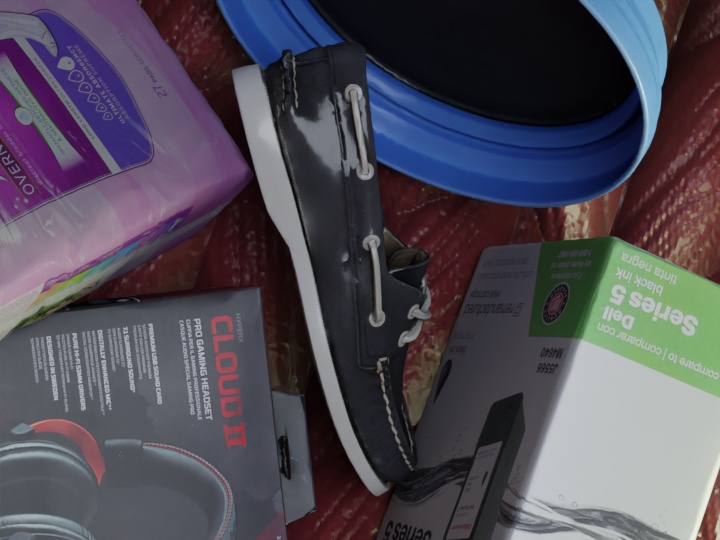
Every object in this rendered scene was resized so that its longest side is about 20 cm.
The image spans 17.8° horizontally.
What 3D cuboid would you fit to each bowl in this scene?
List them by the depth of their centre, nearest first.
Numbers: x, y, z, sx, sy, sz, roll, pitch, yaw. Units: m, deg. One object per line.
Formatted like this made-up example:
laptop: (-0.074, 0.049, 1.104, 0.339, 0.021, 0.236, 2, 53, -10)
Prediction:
bowl: (0.033, -0.103, 0.947, 0.200, 0.200, 0.040, 37, 63, -15)

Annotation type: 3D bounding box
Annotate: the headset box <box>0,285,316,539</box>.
headset box: (-0.116, 0.088, 0.952, 0.198, 0.075, 0.150, -6, 90, -19)

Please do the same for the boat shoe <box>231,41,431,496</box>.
boat shoe: (0.000, 0.000, 0.978, 0.060, 0.074, 0.202, -16, 107, 2)

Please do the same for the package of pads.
package of pads: (-0.142, -0.042, 0.893, 0.121, 0.076, 0.200, 52, 39, 6)

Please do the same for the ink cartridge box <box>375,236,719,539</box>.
ink cartridge box: (0.079, 0.095, 0.984, 0.083, 0.145, 0.201, 23, 81, -17)
